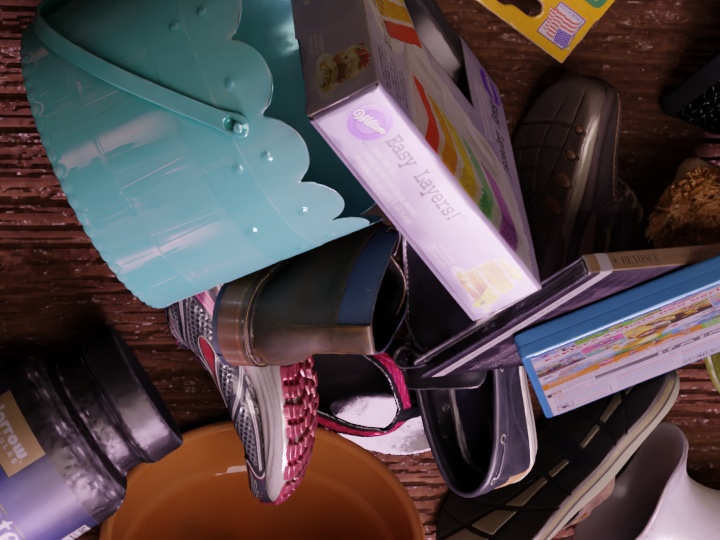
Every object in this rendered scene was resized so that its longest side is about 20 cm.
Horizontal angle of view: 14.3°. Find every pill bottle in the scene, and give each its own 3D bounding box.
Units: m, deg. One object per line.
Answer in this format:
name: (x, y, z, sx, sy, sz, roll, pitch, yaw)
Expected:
pill bottle: (-0.212, 0.121, 1.720, 0.200, 0.112, 0.112, -33, 124, 0)

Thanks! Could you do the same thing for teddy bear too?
teddy bear: (0.268, -0.061, 1.770, 0.200, 0.145, 0.067, -24, 87, 34)

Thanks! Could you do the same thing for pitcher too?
pitcher: (0.224, 0.216, 1.943, 0.200, 0.121, 0.171, 38, 122, -22)

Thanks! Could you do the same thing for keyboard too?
keyboard: (0.274, -0.117, 1.736, 0.104, 0.040, 0.200, 12, 154, -23)

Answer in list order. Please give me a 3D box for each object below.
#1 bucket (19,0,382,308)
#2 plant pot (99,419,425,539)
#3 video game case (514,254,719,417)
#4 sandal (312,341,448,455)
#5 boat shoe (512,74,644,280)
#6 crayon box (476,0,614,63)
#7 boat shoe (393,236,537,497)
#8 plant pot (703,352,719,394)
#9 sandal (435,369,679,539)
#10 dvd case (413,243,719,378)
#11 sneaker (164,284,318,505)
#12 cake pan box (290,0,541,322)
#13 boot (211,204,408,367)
bucket: (-0.090, -0.086, 1.594, 0.134, 0.207, 0.207, -24, 125, 10)
plant pot: (-0.063, 0.211, 1.791, 0.199, 0.200, 0.140, -10, 138, -14)
video game case: (0.170, 0.041, 1.756, 0.143, 0.018, 0.200, -21, 165, 3)
sandal: (-0.011, 0.069, 1.803, 0.200, 0.045, 0.075, 30, 104, -31)
boat shoe: (0.134, -0.036, 1.789, 0.073, 0.075, 0.201, -8, 130, -28)
crayon box: (0.131, -0.238, 1.677, 0.126, 0.052, 0.200, 33, 103, -32)
boat shoe: (0.061, 0.050, 1.782, 0.062, 0.074, 0.201, -36, 120, -48)
plant pot: (0.349, 0.066, 1.844, 0.200, 0.193, 0.201, -9, 120, -15)
sandal: (0.136, 0.136, 1.880, 0.201, 0.080, 0.057, -41, 137, 5)
dvd case: (0.147, 0.021, 1.722, 0.200, 0.016, 0.149, -5, 159, -46)
sneaker: (-0.074, 0.046, 1.735, 0.074, 0.081, 0.201, -9, 105, 15)
cake pan box: (0.028, -0.097, 1.635, 0.052, 0.200, 0.184, -26, 127, 15)
boot: (0.000, 0.000, 1.676, 0.097, 0.200, 0.075, 4, 122, 26)
